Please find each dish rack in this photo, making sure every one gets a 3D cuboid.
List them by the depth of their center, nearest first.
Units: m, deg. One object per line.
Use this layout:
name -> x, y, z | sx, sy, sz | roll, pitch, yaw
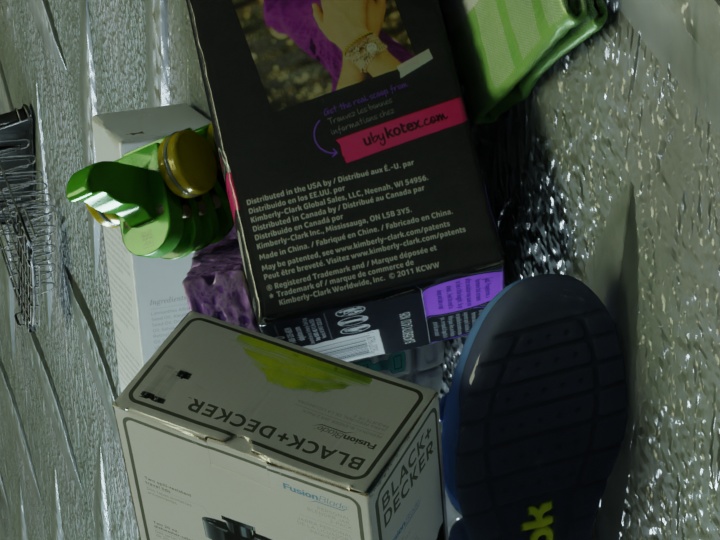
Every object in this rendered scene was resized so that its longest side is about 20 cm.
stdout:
dish rack -> -0.332, -0.046, 2.330 | 0.154, 0.054, 0.200 | 96, 157, -47

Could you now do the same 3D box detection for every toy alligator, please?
toy alligator -> -0.069, -0.042, 1.114 | 0.059, 0.200, 0.054 | -19, 94, 32

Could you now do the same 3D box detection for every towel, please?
towel -> 0.050, -0.173, 0.948 | 0.149, 0.031, 0.200 | 136, 122, -74

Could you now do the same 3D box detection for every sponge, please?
sponge -> -0.053, 0.042, 1.104 | 0.200, 0.030, 0.112 | -103, -1, -82

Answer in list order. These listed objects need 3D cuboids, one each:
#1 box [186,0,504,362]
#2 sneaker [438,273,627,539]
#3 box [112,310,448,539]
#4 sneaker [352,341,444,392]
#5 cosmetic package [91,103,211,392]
box -> -0.011, -0.069, 1.020 | 0.122, 0.106, 0.200 | 79, 178, -75
sneaker -> 0.060, 0.081, 0.963 | 0.082, 0.074, 0.200 | -117, 25, -54
box -> -0.025, 0.121, 0.955 | 0.116, 0.060, 0.200 | 16, 137, 25
sneaker -> 0.000, 0.000, 1.167 | 0.091, 0.077, 0.201 | -94, 1, -77
cosmetic package -> -0.129, -0.004, 1.588 | 0.101, 0.071, 0.200 | -142, 45, -68
